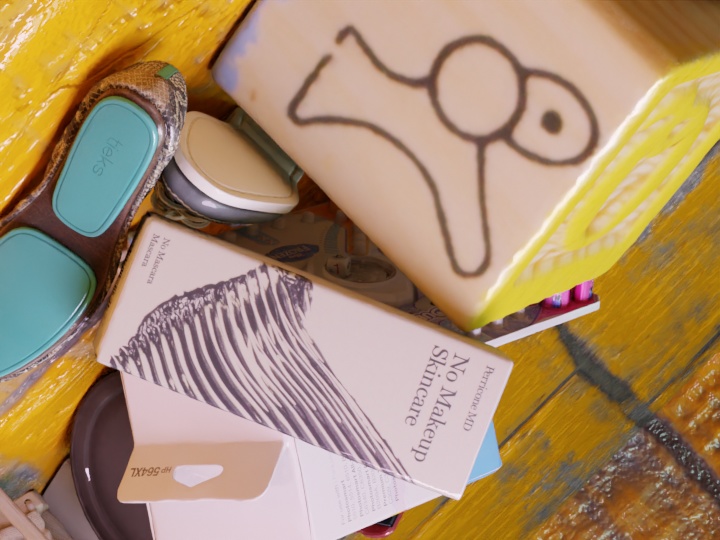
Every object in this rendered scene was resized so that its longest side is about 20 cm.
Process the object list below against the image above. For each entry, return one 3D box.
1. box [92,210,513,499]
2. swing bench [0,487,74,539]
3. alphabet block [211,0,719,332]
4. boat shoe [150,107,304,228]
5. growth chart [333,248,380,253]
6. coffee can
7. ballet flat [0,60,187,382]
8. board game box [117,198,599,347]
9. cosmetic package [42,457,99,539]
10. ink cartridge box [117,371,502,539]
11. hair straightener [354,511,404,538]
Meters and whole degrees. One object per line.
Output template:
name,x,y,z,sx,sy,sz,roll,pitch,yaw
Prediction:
box,-0.030,0.042,1.464,0.068,0.199,0.082,-153,-97,-83
swing bench,-0.189,0.242,1.800,0.130,0.199,0.200,-44,167,-1
alphabet block,0.079,-0.115,1.532,0.196,0.200,0.196,-52,165,29
boat shoe,-0.075,-0.042,1.531,0.062,0.073,0.200,-47,180,10
growth chart,0.011,-0.008,1.791,0.144,0.018,0.200,-1,179,-6
coffee can,-0.068,0.103,1.854,0.200,0.146,0.147,-26,157,-53
ballet flat,-0.141,-0.026,1.464,0.200,0.068,0.075,-55,179,28
board game box,0.000,0.000,1.628,0.200,0.200,0.026,-17,121,-43
cosmetic package,-0.116,0.204,1.900,0.103,0.200,0.087,-25,158,-50
ink cartridge box,-0.037,0.083,1.669,0.128,0.126,0.200,-6,-173,40
hair straightener,0.040,0.072,1.836,0.200,0.041,0.077,-55,140,-30
